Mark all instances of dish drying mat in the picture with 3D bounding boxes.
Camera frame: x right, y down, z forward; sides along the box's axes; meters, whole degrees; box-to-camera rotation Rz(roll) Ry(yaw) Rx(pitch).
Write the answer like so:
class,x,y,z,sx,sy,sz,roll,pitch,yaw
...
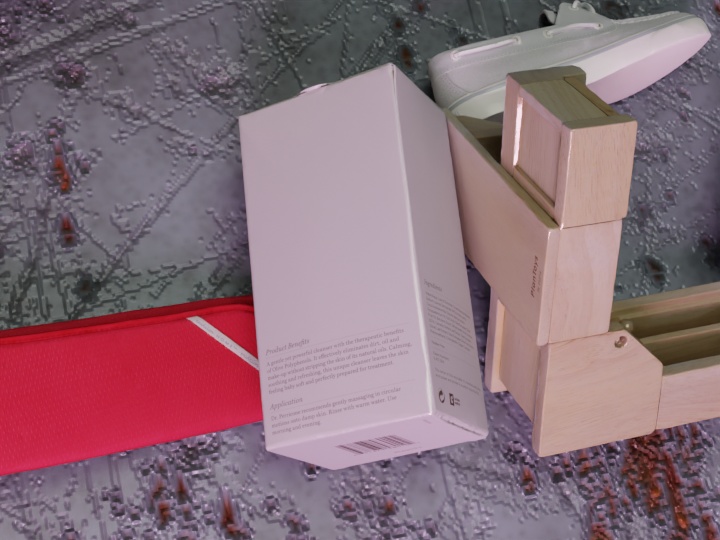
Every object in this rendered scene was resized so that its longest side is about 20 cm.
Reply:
class,x,y,z,sx,sy,sz,roll,pitch,yaw
dish drying mat,-0.131,0.060,0.742,0.198,0.018,0.078,-8,77,-31

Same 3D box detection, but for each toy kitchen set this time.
class,x,y,z,sx,sy,sz,roll,pitch,yaw
toy kitchen set,0.153,-0.033,0.801,0.178,0.202,0.163,-9,31,-17

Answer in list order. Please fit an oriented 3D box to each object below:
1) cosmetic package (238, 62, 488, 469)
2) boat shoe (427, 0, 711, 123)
class,x,y,z,sx,sy,sz,roll,pitch,yaw
cosmetic package,0.000,0.000,0.762,0.106,0.085,0.203,-13,69,24
boat shoe,0.136,-0.142,0.884,0.198,0.072,0.069,-22,76,-11
